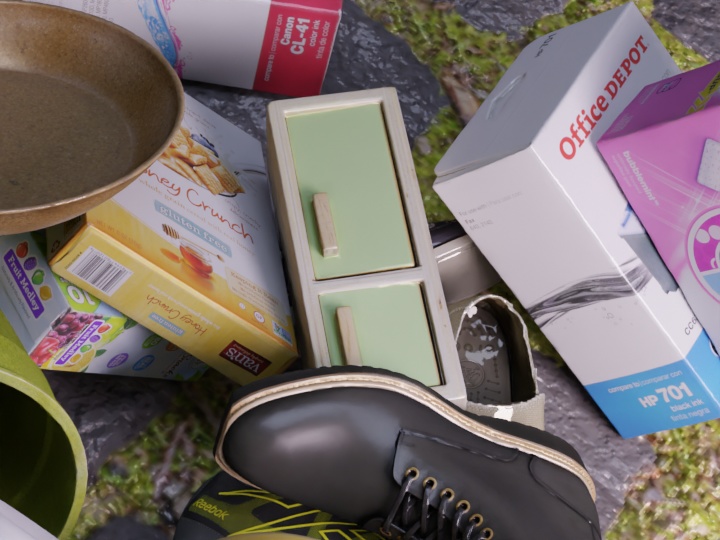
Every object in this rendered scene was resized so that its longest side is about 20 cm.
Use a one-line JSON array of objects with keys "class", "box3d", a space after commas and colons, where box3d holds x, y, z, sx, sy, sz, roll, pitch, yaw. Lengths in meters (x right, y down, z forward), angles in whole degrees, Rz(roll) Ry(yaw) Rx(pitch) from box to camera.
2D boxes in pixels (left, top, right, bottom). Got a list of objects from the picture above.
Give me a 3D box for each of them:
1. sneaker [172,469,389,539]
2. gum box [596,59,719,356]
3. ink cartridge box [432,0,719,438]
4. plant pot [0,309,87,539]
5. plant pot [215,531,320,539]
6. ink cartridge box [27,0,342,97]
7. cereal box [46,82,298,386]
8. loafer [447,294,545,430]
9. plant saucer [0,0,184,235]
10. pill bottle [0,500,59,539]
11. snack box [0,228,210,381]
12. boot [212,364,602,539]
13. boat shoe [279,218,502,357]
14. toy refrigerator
[{"class": "sneaker", "box3d": [-0.004, 0.143, 0.981, 0.198, 0.075, 0.085, 8, 50, 2]}, {"class": "gum box", "box3d": [0.230, -0.016, 1.029, 0.066, 0.113, 0.201, -46, 110, -39]}, {"class": "ink cartridge box", "box3d": [0.154, -0.028, 1.100, 0.200, 0.086, 0.147, 52, 50, -19]}, {"class": "plant pot", "box3d": [-0.254, 0.049, 0.936, 0.199, 0.201, 0.194, -8, 45, -20]}, {"class": "plant pot", "box3d": [-0.044, 0.230, 0.856, 0.199, 0.202, 0.189, 12, 36, -6]}, {"class": "ink cartridge box", "box3d": [-0.112, -0.201, 1.214, 0.198, 0.086, 0.148, 9, 53, -10]}, {"class": "cereal box", "box3d": [-0.107, -0.039, 1.042, 0.143, 0.040, 0.201, 33, 26, -31]}, {"class": "loafer", "box3d": [0.067, 0.098, 1.046, 0.075, 0.068, 0.201, -1, 58, -15]}, {"class": "plant saucer", "box3d": [-0.187, -0.072, 0.951, 0.198, 0.036, 0.201, 4, 36, -3]}, {"class": "pill bottle", "box3d": [-0.196, 0.202, 0.841, 0.109, 0.109, 0.201, 34, 81, 11]}, {"class": "snack box", "box3d": [-0.165, -0.034, 1.054, 0.142, 0.053, 0.201, 9, 43, -53]}, {"class": "boot", "box3d": [0.035, 0.117, 0.904, 0.198, 0.078, 0.139, 10, 25, -15]}, {"class": "boat shoe", "box3d": [0.025, -0.012, 1.119, 0.199, 0.073, 0.063, -21, 64, -22]}, {"class": "toy refrigerator", "box3d": [0.000, 0.000, 1.030, 0.075, 0.070, 0.201, -7, 59, -7]}]
